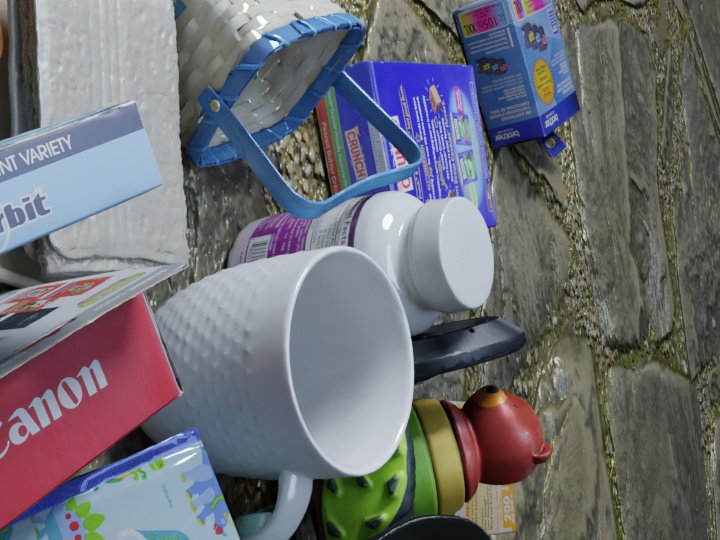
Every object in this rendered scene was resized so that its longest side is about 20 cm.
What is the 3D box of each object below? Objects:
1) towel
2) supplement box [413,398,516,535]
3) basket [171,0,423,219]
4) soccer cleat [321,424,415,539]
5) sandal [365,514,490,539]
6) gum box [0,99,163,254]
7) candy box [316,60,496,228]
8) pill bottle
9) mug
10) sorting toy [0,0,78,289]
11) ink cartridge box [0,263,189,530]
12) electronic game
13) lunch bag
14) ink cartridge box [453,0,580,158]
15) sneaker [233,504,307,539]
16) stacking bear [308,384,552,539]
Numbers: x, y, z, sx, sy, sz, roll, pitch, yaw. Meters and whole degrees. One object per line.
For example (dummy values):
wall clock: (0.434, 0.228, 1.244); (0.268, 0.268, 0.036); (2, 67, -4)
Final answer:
towel: (-0.169, -0.095, 0.727); (0.132, 0.034, 0.204); (2, 84, -57)
supplement box: (0.069, 0.188, 1.037); (0.199, 0.073, 0.129); (12, 72, -54)
basket: (-0.056, -0.133, 0.840); (0.200, 0.140, 0.176); (46, 33, 14)
soccer cleat: (0.009, 0.200, 0.804); (0.081, 0.066, 0.204); (21, 72, -71)
sandal: (0.005, 0.211, 0.727); (0.197, 0.045, 0.077); (-6, 89, -25)
gum box: (-0.217, -0.022, 0.521); (0.169, 0.198, 0.045); (-29, 106, -41)
candy box: (0.048, -0.112, 1.074); (0.199, 0.076, 0.172); (-12, 94, -57)
pill bottle: (0.000, 0.000, 0.866); (0.112, 0.197, 0.114); (17, 69, -53)
mug: (-0.074, 0.094, 0.755); (0.147, 0.173, 0.204); (28, 60, -49)
sorting toy: (-0.226, -0.095, 0.697); (0.184, 0.036, 0.204); (26, 62, -51)
ink cartridge box: (-0.195, 0.077, 0.580); (0.200, 0.173, 0.085); (-37, 112, -52)
electronic game: (0.038, 0.074, 0.906); (0.199, 0.197, 0.042); (-12, 90, -56)
lunch bag: (-0.160, 0.209, 0.616); (0.198, 0.127, 0.172); (-21, 83, -38)
ink cartridge box: (0.195, -0.234, 1.326); (0.136, 0.075, 0.203); (-37, 114, -53)
sneaker: (-0.040, 0.244, 0.857); (0.201, 0.073, 0.120); (49, 27, -60)
stacking bear: (0.052, 0.148, 0.890); (0.122, 0.196, 0.116); (-125, -156, -71)
